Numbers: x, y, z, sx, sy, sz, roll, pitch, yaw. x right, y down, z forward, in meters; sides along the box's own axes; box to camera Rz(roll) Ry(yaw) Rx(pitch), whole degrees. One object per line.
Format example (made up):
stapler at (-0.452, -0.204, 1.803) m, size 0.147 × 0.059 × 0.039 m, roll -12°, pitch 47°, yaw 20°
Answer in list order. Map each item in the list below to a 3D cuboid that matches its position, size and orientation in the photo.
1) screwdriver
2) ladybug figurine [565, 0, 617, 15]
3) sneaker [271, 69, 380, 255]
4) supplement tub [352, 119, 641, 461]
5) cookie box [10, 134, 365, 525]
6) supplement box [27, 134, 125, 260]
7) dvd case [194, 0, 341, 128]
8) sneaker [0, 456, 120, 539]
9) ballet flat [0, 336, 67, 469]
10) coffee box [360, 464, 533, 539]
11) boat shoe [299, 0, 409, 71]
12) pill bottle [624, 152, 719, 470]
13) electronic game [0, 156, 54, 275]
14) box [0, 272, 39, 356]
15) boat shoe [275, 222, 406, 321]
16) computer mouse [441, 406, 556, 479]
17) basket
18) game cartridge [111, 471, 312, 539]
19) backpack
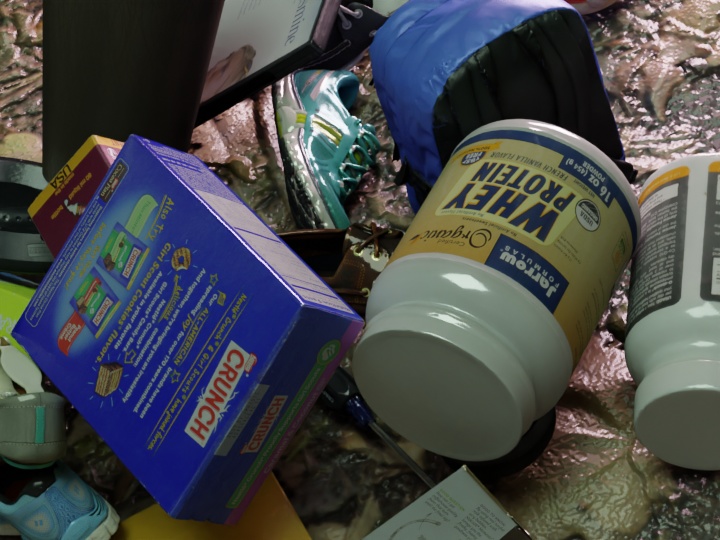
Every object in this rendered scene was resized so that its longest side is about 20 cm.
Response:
screwdriver at (0.014, 0.120, 1.515) m, size 0.029 × 0.028 × 0.200 m, roll -52°, pitch 49°, yaw 12°
ladybug figurine at (0.161, -0.290, 1.788) m, size 0.135 × 0.072 × 0.201 m, roll -25°, pitch 48°, yaw -5°
sneaker at (-0.023, -0.091, 1.678) m, size 0.079 × 0.078 × 0.201 m, roll -9°, pitch 48°, yaw -2°
supplement tub at (0.090, 0.013, 1.428) m, size 0.143 × 0.145 × 0.201 m, roll 11°, pitch 49°, yaw 25°
cookie box at (-0.117, 0.039, 1.417) m, size 0.200 × 0.075 × 0.172 m, roll 44°, pitch 108°, yaw 34°
supplement box at (-0.141, 0.008, 1.554) m, size 0.086 × 0.110 × 0.201 m, roll -46°, pitch 61°, yaw 23°
dvd case at (-0.083, -0.193, 1.750) m, size 0.199 × 0.018 × 0.143 m, roll -25°, pitch 37°, yaw 42°
sneaker at (-0.246, 0.140, 1.519) m, size 0.078 × 0.090 × 0.199 m, roll -45°, pitch 34°, yaw -21°
ballet flat at (-0.251, 0.077, 1.494) m, size 0.067 × 0.064 × 0.200 m, roll -4°, pitch 18°, yaw -28°
coffee box at (0.020, 0.233, 1.356) m, size 0.199 × 0.115 × 0.080 m, roll -35°, pitch 49°, yaw -13°
boat shoe at (0.003, -0.218, 1.768) m, size 0.199 × 0.060 × 0.074 m, roll -26°, pitch 71°, yaw -13°
pill bottle at (0.239, 0.027, 1.463) m, size 0.115 × 0.117 × 0.201 m, roll -2°, pitch 51°, yaw 16°
electronic game at (-0.275, -0.043, 1.675) m, size 0.198 × 0.042 × 0.200 m, roll 10°, pitch 21°, yaw -4°
box at (-0.263, 0.030, 1.612) m, size 0.199 × 0.122 × 0.048 m, roll 19°, pitch 91°, yaw 31°
boat shoe at (0.000, 0.000, 1.568) m, size 0.198 × 0.071 × 0.071 m, roll -7°, pitch 35°, yaw 24°
computer mouse at (0.087, 0.084, 1.511) m, size 0.138 × 0.053 × 0.200 m, roll -22°, pitch 35°, yaw 1°
basket at (-0.186, -0.164, 1.684) m, size 0.135 × 0.201 × 0.180 m, roll -11°, pitch 31°, yaw -39°
game cartridge at (-0.119, 0.233, 1.459) m, size 0.199 × 0.033 × 0.177 m, roll -26°, pitch 48°, yaw -9°
backpack at (0.085, -0.125, 1.584) m, size 0.162 × 0.201 × 0.168 m, roll -36°, pitch 50°, yaw -14°
